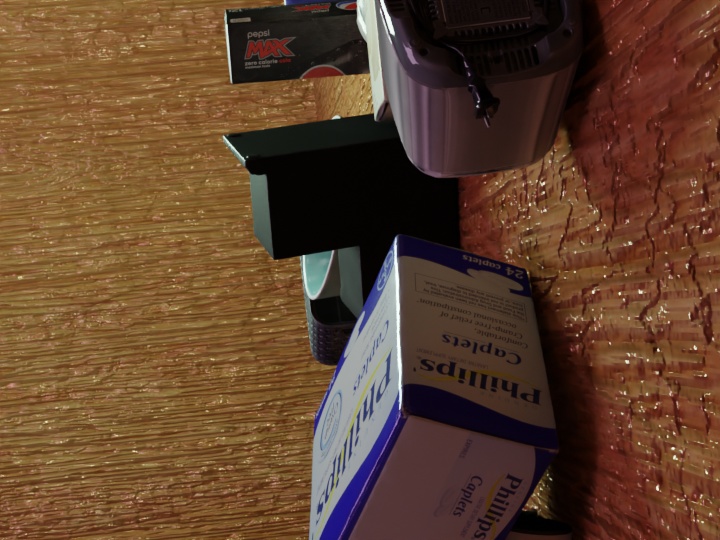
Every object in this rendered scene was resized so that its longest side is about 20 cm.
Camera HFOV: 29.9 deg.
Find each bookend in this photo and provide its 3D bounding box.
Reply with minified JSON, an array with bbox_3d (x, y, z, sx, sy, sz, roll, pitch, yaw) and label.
[{"bbox_3d":[-0.014,-0.037,1.275,0.092,0.198,0.201,-133,36,-63],"label":"bookend"}]

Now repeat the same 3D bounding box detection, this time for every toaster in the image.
[{"bbox_3d":[0.066,-0.143,0.791,0.129,0.113,0.200,85,175,-63],"label":"toaster"}]

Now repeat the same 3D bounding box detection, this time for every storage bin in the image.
[{"bbox_3d":[0.000,0.000,1.590,0.094,0.135,0.200,91,172,-56],"label":"storage bin"}]

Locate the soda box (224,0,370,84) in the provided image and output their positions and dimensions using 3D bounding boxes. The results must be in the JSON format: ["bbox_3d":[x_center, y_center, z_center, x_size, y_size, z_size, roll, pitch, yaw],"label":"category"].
[{"bbox_3d":[-0.043,-0.245,1.436,0.063,0.199,0.071,-104,10,-64],"label":"soda box"}]

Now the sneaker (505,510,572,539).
[{"bbox_3d":[0.104,0.234,0.963,0.200,0.083,0.121,136,138,-83],"label":"sneaker"}]

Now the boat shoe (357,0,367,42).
[{"bbox_3d":[0.027,-0.296,1.330,0.072,0.070,0.201,85,179,-51],"label":"boat shoe"}]

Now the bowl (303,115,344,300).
[{"bbox_3d":[0.008,-0.063,1.473,0.201,0.105,0.201,-173,90,-78],"label":"bowl"}]

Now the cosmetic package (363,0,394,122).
[{"bbox_3d":[0.040,-0.243,1.214,0.105,0.071,0.201,121,143,-83],"label":"cosmetic package"}]

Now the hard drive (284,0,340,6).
[{"bbox_3d":[-0.024,-0.350,1.501,0.025,0.132,0.201,105,159,-79],"label":"hard drive"}]

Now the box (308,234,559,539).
[{"bbox_3d":[0.041,0.110,0.926,0.200,0.105,0.184,-91,21,-56],"label":"box"}]
